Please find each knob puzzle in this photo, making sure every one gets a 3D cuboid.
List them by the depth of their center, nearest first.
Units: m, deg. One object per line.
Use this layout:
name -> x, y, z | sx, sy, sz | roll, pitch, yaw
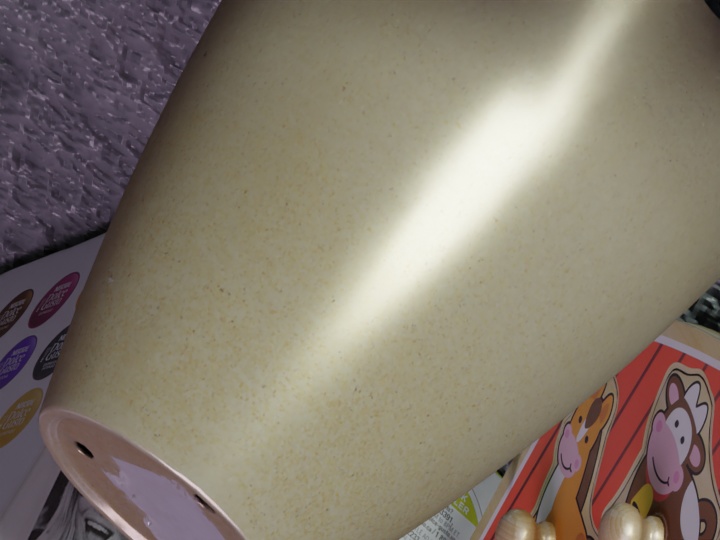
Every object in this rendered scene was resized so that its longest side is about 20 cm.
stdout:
knob puzzle -> 0.084, 0.101, 1.032 | 0.030, 0.221, 0.220 | 11, 158, -21

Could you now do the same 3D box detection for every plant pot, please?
plant pot -> 0.000, 0.000, 0.897 | 0.187, 0.200, 0.188 | 32, 157, 15

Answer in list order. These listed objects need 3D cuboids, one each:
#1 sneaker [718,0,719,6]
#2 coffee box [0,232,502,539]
sneaker -> 0.146, -0.084, 0.767 | 0.076, 0.088, 0.200 | 39, 151, -14
coffee box -> -0.092, 0.122, 1.207 | 0.200, 0.198, 0.199 | 42, 149, -21
